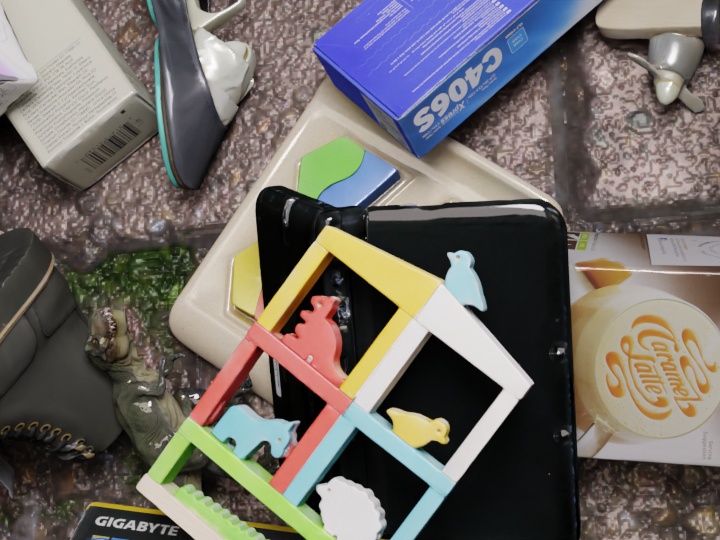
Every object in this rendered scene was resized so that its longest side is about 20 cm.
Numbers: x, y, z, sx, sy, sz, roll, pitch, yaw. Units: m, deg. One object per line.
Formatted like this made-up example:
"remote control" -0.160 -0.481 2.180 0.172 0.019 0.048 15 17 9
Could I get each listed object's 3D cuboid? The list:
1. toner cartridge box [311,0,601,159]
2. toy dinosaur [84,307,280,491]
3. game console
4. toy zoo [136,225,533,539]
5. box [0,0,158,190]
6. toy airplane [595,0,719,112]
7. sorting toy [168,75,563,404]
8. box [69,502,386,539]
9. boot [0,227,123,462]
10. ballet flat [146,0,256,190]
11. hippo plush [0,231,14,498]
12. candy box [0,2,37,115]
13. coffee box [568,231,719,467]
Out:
"toner cartridge box" 0.076 -0.166 0.854 0.200 0.043 0.095 -41 53 -5
"toy dinosaur" -0.101 0.102 0.853 0.088 0.047 0.201 -20 104 -5
"game console" 0.027 0.053 0.790 0.116 0.176 0.201 -10 104 -21
"toy zoo" -0.006 0.071 0.706 0.131 0.020 0.200 37 96 11
"box" -0.219 -0.157 0.929 0.082 0.068 0.200 -36 74 4
"toy airplane" 0.261 -0.146 0.807 0.199 0.141 0.200 -29 38 -5
"sorting toy" 0.000 0.000 0.871 0.185 0.036 0.200 32 88 15
"box" -0.057 0.213 0.789 0.199 0.160 0.049 5 37 13
"boot" -0.205 0.093 0.809 0.077 0.139 0.200 -1 46 41
"ballet flat" -0.105 -0.153 0.906 0.073 0.073 0.201 -13 75 9
"hippo plush" -0.302 0.047 0.894 0.160 0.159 0.201 9 124 31
"candy box" -0.318 -0.140 0.899 0.200 0.071 0.168 -34 76 34
"coffee box" 0.168 0.042 0.788 0.199 0.080 0.115 2 104 13
